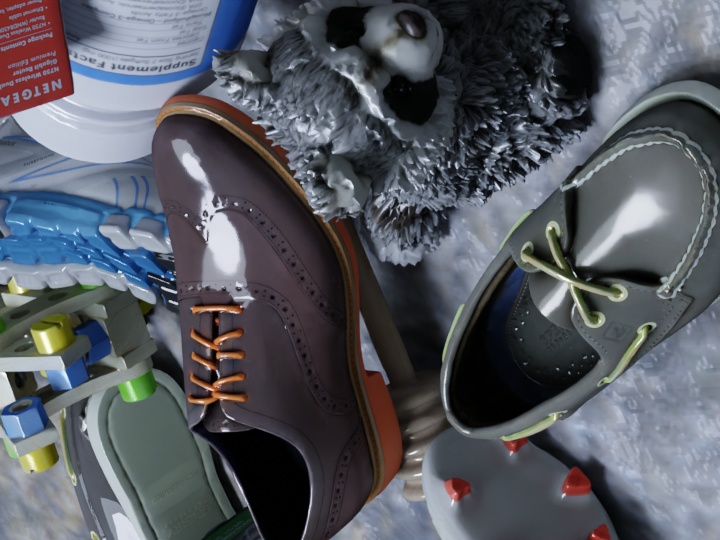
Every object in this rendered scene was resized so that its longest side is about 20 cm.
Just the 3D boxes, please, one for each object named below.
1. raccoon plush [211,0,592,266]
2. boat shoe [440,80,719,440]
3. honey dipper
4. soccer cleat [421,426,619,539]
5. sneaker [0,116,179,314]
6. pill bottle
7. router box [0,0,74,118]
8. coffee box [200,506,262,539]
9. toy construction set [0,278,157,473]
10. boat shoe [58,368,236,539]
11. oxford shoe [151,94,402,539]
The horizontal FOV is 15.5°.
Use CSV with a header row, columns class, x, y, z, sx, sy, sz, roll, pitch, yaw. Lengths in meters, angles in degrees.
class,x,y,z,sx,sy,sz,roll,pitch,yaw
raccoon plush,0.006,-0.034,0.970,0.097,0.134,0.201,37,143,26
boat shoe,0.086,0.004,0.966,0.072,0.060,0.202,50,148,11
honey dipper,0.000,0.000,1.107,0.038,0.038,0.201,-4,111,54
soccer cleat,0.096,0.146,1.077,0.200,0.069,0.078,43,149,16
sneaker,-0.097,-0.035,1.170,0.199,0.087,0.075,12,152,26
pill bottle,-0.089,-0.134,1.033,0.112,0.112,0.200,46,147,16
router box,-0.190,-0.167,1.018,0.200,0.049,0.180,29,133,51
coffee box,-0.038,0.224,1.275,0.044,0.123,0.201,-11,107,53
toy construction set,-0.176,0.028,1.271,0.199,0.131,0.093,20,132,38
boat shoe,-0.095,0.141,1.329,0.060,0.072,0.202,3,113,57
oxford shoe,-0.041,0.025,1.059,0.071,0.073,0.201,-3,121,37
